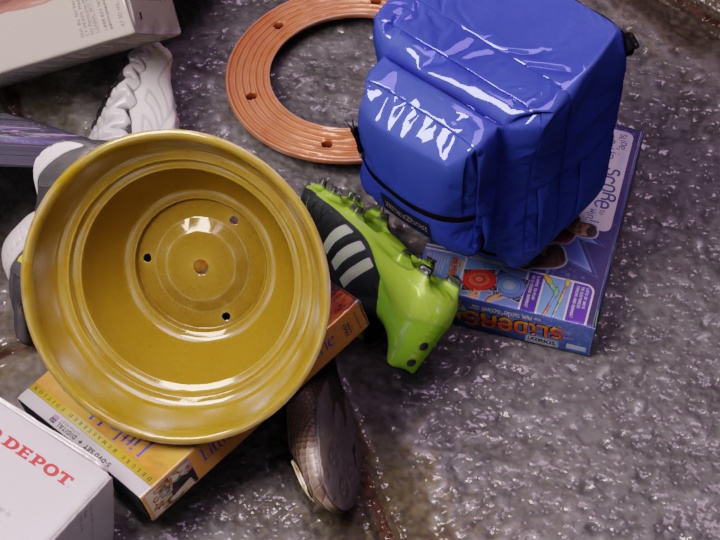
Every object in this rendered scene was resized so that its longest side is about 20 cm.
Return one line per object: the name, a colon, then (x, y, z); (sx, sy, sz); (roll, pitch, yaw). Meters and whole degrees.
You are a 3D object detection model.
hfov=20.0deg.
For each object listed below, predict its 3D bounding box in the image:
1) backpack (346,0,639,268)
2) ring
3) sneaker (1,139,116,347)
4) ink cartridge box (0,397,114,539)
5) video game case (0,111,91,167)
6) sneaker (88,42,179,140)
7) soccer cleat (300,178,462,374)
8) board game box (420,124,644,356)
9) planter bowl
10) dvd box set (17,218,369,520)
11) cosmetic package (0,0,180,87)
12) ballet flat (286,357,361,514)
backpack: (0.078, -0.098, 1.405); (0.162, 0.200, 0.168); (39, 69, 24)
ring: (-0.006, -0.152, 1.596); (0.199, 0.019, 0.201); (-2, 49, 2)
sneaker: (-0.191, -0.016, 1.377); (0.074, 0.200, 0.085); (3, 60, -21)
ink cartridge box: (-0.270, 0.178, 1.268); (0.146, 0.086, 0.200); (29, 53, 19)
video game case: (-0.274, -0.095, 1.443); (0.142, 0.019, 0.200); (0, 12, -34)
sneaker: (-0.162, -0.092, 1.522); (0.081, 0.075, 0.200); (22, 45, -13)
soccer cleat: (0.000, 0.000, 1.443); (0.067, 0.081, 0.200); (21, 15, -35)
board game box: (0.126, -0.038, 1.507); (0.135, 0.035, 0.200); (14, 51, 8)
planter bowl: (-0.110, 0.004, 1.310); (0.200, 0.201, 0.083); (12, 13, 7)
dvd box set: (-0.113, 0.061, 1.370); (0.200, 0.029, 0.146); (-41, 47, -19)
cosmetic package: (-0.248, -0.189, 1.507); (0.199, 0.103, 0.088); (-15, 93, 15)
ballet flat: (-0.038, 0.084, 1.385); (0.046, 0.067, 0.201); (-22, 49, 14)
